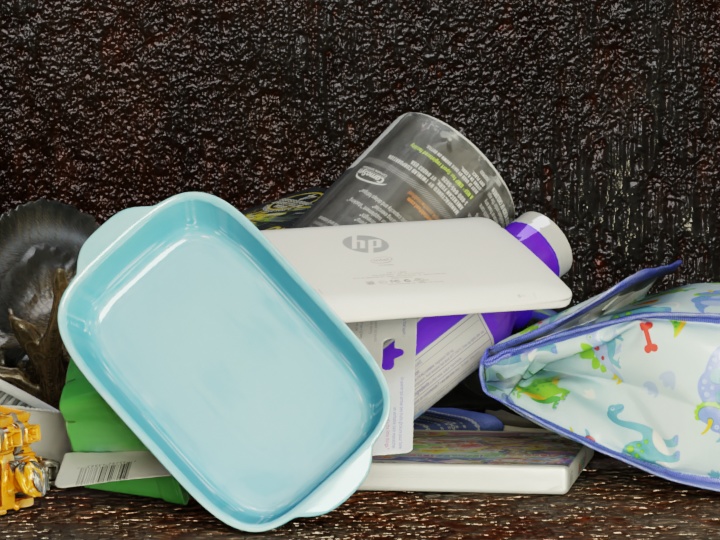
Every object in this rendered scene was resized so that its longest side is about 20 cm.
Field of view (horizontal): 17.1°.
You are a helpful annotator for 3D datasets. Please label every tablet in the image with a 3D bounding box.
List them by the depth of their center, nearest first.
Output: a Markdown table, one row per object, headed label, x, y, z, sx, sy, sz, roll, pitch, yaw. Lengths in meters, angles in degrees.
| label | x | y | z | sx | sy | sz | roll | pitch | yaw |
| --- | --- | --- | --- | --- | --- | --- | --- | --- | --- |
| tablet | 0.010 | -0.002 | 1.399 | 0.199 | 0.014 | 0.130 | -3 | 24 | -22 |

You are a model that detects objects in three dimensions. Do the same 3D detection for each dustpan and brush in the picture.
| label | x | y | z | sx | sy | sz | roll | pitch | yaw |
| --- | --- | --- | --- | --- | --- | --- | --- | --- | --- |
| dustpan and brush | -0.192 | 0.095 | 1.483 | 0.199 | 0.058 | 0.139 | 29 | -14 | -35 |

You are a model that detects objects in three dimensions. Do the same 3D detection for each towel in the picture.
| label | x | y | z | sx | sy | sz | roll | pitch | yaw |
| --- | --- | --- | --- | --- | --- | --- | --- | --- | --- |
| towel | -0.016 | 0.113 | 1.673 | 0.199 | 0.024 | 0.144 | -4 | 5 | -35 |

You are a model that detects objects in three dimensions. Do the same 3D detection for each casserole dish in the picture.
| label | x | y | z | sx | sy | sz | roll | pitch | yaw |
| --- | --- | --- | --- | --- | --- | --- | --- | --- | --- |
| casserole dish | -0.071 | 0.051 | 1.272 | 0.121 | 0.200 | 0.039 | -42 | -14 | -7 |

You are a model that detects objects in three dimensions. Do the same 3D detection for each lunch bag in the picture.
| label | x | y | z | sx | sy | sz | roll | pitch | yaw |
| --- | --- | --- | --- | --- | --- | --- | --- | --- | --- |
| lunch bag | 0.185 | 0.060 | 1.439 | 0.199 | 0.128 | 0.170 | 4 | 4 | 18 |

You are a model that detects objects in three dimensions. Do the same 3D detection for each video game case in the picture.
| label | x | y | z | sx | sy | sz | roll | pitch | yaw |
| --- | --- | --- | --- | --- | --- | --- | --- | --- | --- |
| video game case | 0.067 | 0.118 | 1.488 | 0.142 | 0.018 | 0.200 | 1 | 2 | 10 |

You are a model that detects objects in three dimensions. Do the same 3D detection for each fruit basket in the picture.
| label | x | y | z | sx | sy | sz | roll | pitch | yaw |
| --- | --- | --- | --- | --- | --- | --- | --- | --- | --- |
| fruit basket | -0.065 | 0.065 | 1.364 | 0.199 | 0.094 | 0.186 | -3 | 32 | 3 |

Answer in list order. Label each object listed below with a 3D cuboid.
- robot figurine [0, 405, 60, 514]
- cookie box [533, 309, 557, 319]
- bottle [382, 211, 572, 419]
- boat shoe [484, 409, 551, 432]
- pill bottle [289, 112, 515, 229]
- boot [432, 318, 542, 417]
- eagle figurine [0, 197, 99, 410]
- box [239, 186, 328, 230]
| label | x | y | z | sx | sy | sz | roll | pitch | yaw |
| --- | --- | --- | --- | --- | --- | --- | --- | --- | --- |
| robot figurine | -0.265 | 0.103 | 1.306 | 0.199 | 0.059 | 0.145 | 0 | 3 | 15 |
| cookie box | 0.061 | 0.040 | 1.846 | 0.199 | 0.076 | 0.171 | 19 | 4 | -22 |
| bottle | 0.048 | 0.035 | 1.469 | 0.200 | 0.066 | 0.083 | -37 | 16 | -29 |
| boat shoe | 0.184 | 0.091 | 1.685 | 0.199 | 0.057 | 0.067 | 1 | -1 | 20 |
| pill bottle | 0.000 | 0.000 | 1.544 | 0.200 | 0.106 | 0.106 | -46 | 20 | -19 |
| boot | 0.095 | 0.068 | 1.632 | 0.199 | 0.077 | 0.168 | 15 | -9 | -35 |
| eagle figurine | -0.221 | 0.053 | 1.691 | 0.151 | 0.152 | 0.200 | 37 | 8 | -19 |
| box | -0.054 | -0.008 | 1.712 | 0.160 | 0.049 | 0.200 | -22 | 17 | -23 |
